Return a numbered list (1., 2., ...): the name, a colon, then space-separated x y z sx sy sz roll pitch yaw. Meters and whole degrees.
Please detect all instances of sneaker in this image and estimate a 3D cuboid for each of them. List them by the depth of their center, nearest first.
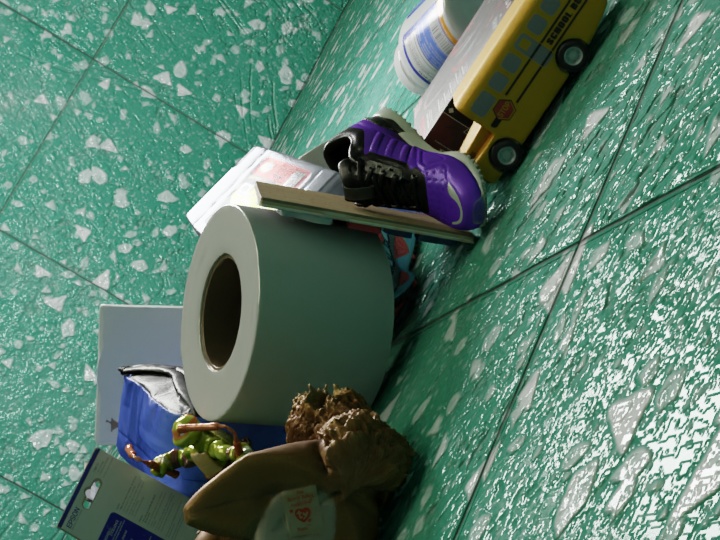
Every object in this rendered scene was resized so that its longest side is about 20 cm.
1. sneaker: 0.034 -0.080 1.328 0.200 0.099 0.070 38 140 47
2. sneaker: 0.000 0.000 1.457 0.080 0.095 0.200 -55 11 21

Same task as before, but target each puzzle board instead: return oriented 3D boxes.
1. puzzle board: -0.001 -0.053 1.358 0.151 0.198 0.018 -124 45 -79

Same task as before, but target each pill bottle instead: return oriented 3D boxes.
1. pill bottle: 0.109 -0.268 1.634 0.113 0.111 0.200 -63 10 -19

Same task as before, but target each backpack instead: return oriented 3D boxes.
1. backpack: -0.151 0.187 1.483 0.200 0.161 0.170 -169 78 -64

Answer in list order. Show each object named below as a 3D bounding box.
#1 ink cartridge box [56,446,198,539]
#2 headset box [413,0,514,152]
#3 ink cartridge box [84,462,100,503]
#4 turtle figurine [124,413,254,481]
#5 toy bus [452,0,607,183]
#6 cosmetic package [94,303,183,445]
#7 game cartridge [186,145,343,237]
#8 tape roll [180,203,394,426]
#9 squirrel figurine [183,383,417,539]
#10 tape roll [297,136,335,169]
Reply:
1. ink cartridge box: -0.186 0.257 1.352 0.039 0.199 0.100 -48 14 45
2. headset box: 0.123 -0.183 1.430 0.201 0.075 0.149 -56 11 22
3. ink cartridge box: -0.251 0.305 1.598 0.084 0.175 0.200 -59 10 -3
4. turtle figurine: -0.127 0.186 1.327 0.199 0.162 0.065 -19 28 51
5. toy bus: 0.148 -0.182 1.301 0.201 0.078 0.065 -56 11 18
6. cosmetic package: -0.234 0.134 1.784 0.200 0.164 0.169 112 160 -84
7. game cartridge: -0.104 -0.065 1.538 0.133 0.041 0.199 -50 35 -13
8. tape roll: -0.072 0.045 1.358 0.202 0.138 0.205 -24 63 61
9. squirrel figurine: -0.044 0.190 1.137 0.200 0.141 0.187 -48 -4 -17
10. tape roll: -0.027 -0.097 1.689 0.201 0.037 0.203 -27 -19 -10
